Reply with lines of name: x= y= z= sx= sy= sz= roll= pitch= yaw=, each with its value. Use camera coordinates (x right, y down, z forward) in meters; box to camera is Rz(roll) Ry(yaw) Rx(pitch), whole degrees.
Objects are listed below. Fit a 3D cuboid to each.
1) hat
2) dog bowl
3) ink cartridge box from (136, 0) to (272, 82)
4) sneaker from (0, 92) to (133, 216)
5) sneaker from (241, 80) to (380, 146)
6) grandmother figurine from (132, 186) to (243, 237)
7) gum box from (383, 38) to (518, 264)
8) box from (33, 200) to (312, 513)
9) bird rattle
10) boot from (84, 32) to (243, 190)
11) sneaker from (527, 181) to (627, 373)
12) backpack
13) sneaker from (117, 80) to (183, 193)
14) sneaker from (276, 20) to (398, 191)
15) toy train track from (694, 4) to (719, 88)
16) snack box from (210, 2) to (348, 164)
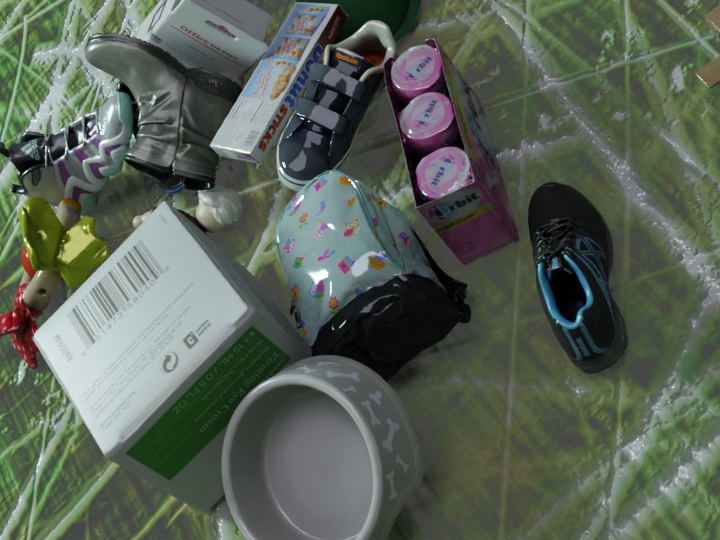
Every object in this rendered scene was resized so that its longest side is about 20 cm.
hat: x=-0.049 y=-0.347 z=1.448 sx=0.198 sy=0.176 sz=0.167 roll=23 pitch=77 yaw=39
dog bowl: x=-0.042 y=0.180 z=1.156 sx=0.197 sy=0.058 sz=0.204 roll=1 pitch=92 yaw=30
ink cartridge box: x=-0.180 y=-0.272 z=1.473 sx=0.199 sy=0.115 sz=0.068 roll=-25 pitch=42 yaw=58
sneaker: x=-0.355 y=-0.142 z=1.496 sx=0.201 sy=0.138 sz=0.079 roll=-52 pitch=39 yaw=40
sneaker: x=-0.063 y=-0.196 z=1.436 sx=0.197 sy=0.075 sz=0.086 roll=-2 pitch=66 yaw=31
grandmother figurine: x=-0.215 y=-0.022 z=1.445 sx=0.200 sy=0.061 sz=0.122 roll=-42 pitch=77 yaw=0
gum box: x=0.088 y=-0.124 z=1.274 sx=0.065 sy=0.113 sz=0.202 roll=-24 pitch=53 yaw=17
box: x=-0.176 y=0.088 z=1.276 sx=0.199 sy=0.171 sz=0.200 roll=-45 pitch=50 yaw=1
bird rattle: x=-0.365 y=0.004 z=1.498 sx=0.164 sy=0.111 sz=0.202 roll=-95 pitch=27 yaw=-57
boot: x=-0.235 y=-0.176 z=1.420 sx=0.197 sy=0.068 sz=0.132 roll=22 pitch=75 yaw=2
sneaker: x=0.192 y=-0.010 z=1.163 sx=0.072 sy=0.082 sz=0.202 roll=-26 pitch=51 yaw=18
backpack: x=0.000 y=0.000 z=1.249 sx=0.166 sy=0.126 sz=0.202 roll=-34 pitch=47 yaw=15
sneaker: x=-0.246 y=-0.165 z=1.527 sx=0.071 sy=0.083 sz=0.200 roll=-39 pitch=50 yaw=5
sneaker: x=-0.026 y=-0.176 z=1.314 sx=0.078 sy=0.080 sz=0.201 roll=24 pitch=62 yaw=15
toy train track: x=0.387 y=-0.172 z=1.174 sx=0.114 sy=0.033 sz=0.201 roll=-34 pitch=56 yaw=1
snack box: x=-0.089 y=-0.209 z=1.403 sx=0.071 sy=0.024 sz=0.202 roll=13 pitch=68 yaw=44
